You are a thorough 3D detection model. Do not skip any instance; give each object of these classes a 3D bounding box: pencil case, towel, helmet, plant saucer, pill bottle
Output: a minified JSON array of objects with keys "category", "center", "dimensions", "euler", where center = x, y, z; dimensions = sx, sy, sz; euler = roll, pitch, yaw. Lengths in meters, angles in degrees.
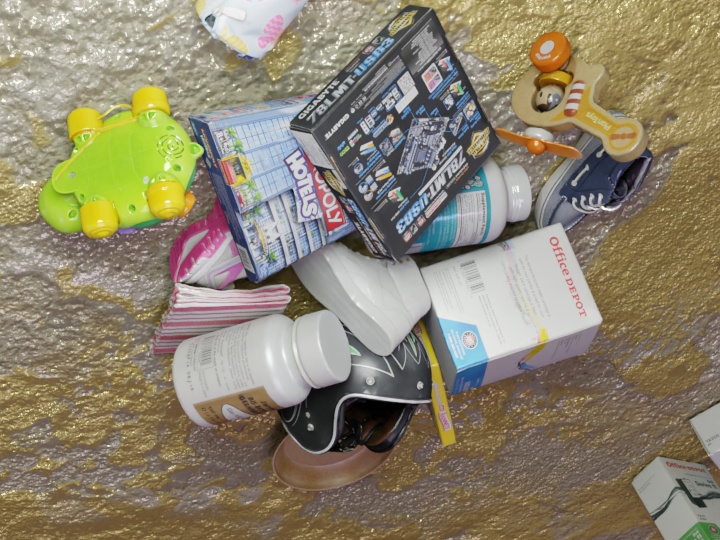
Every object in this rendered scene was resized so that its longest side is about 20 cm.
[{"category":"pencil case","center":[-0.074,-0.300,1.054],"dimensions":[0.200,0.083,0.091],"euler":[-46,154,23]},{"category":"towel","center":[-0.180,0.061,1.382],"dimensions":[0.146,0.030,0.200],"euler":[-1,159,-20]},{"category":"helmet","center":[-0.004,0.141,1.448],"dimensions":[0.200,0.200,0.191],"euler":[18,114,-35]},{"category":"plant saucer","center":[-0.041,0.263,1.679],"dimensions":[0.199,0.036,0.201],"euler":[-12,137,-11]},{"category":"pill bottle","center":[0.102,-0.082,1.328],"dimensions":[0.199,0.111,0.111],"euler":[-9,136,-15]},{"category":"pill bottle","center":[-0.119,0.116,1.346],"dimensions":[0.199,0.115,0.114],"euler":[-17,140,20]}]

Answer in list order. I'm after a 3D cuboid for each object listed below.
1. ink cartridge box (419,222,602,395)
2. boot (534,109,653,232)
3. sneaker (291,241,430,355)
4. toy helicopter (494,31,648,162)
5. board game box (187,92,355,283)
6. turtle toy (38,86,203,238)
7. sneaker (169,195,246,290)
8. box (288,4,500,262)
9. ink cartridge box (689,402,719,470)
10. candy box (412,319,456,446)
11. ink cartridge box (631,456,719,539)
[{"category":"ink cartridge box","center":[0.192,0.054,1.449],"dimensions":[0.199,0.148,0.145],"euler":[-17,160,-4]},{"category":"boot","center":[0.293,-0.100,1.401],"dimensions":[0.072,0.091,0.200],"euler":[4,132,-25]},{"category":"sneaker","center":[0.000,0.000,1.378],"dimensions":[0.116,0.200,0.074],"euler":[-41,-179,-38]},{"category":"toy helicopter","center":[0.238,-0.170,1.226],"dimensions":[0.132,0.200,0.079],"euler":[-48,134,3]},{"category":"board game box","center":[-0.059,-0.113,1.199],"dimensions":[0.199,0.062,0.201],"euler":[-29,117,-21]},{"category":"turtle toy","center":[-0.256,-0.097,1.164],"dimensions":[0.199,0.146,0.101],"euler":[-16,161,11]},{"category":"sneaker","center":[-0.137,-0.047,1.299],"dimensions":[0.088,0.082,0.200],"euler":[24,130,-39]},{"category":"box","center":[0.045,-0.147,1.193],"dimensions":[0.200,0.050,0.199],"euler":[-48,130,-17]},{"category":"ink cartridge box","center":[0.701,0.304,1.983],"dimensions":[0.145,0.084,0.200],"euler":[-33,137,13]},{"category":"candy box","center":[0.101,0.158,1.580],"dimensions":[0.026,0.102,0.200],"euler":[-19,137,-3]},{"category":"ink cartridge box","center":[0.609,0.447,2.008],"dimensions":[0.146,0.200,0.083],"euler":[14,124,-34]}]
